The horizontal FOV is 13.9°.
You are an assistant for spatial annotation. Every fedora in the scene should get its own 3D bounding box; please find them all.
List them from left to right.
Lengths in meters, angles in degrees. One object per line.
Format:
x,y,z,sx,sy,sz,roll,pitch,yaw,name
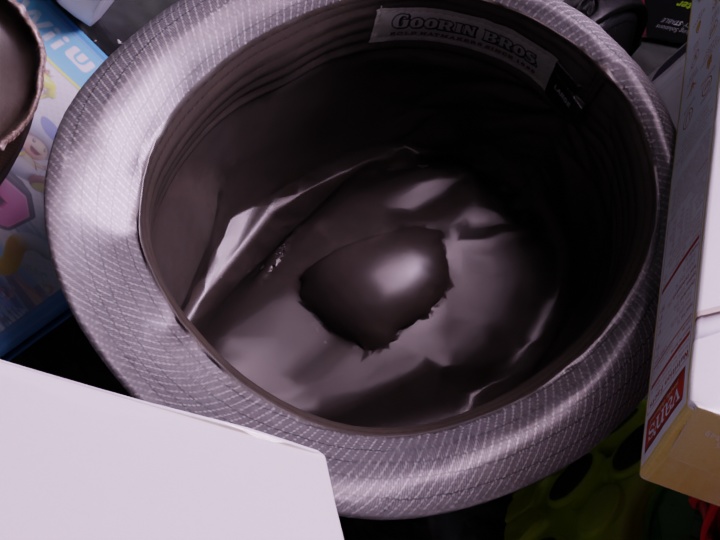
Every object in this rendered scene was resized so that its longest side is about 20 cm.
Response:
0.000,0.000,0.866,0.177,0.090,0.200,44,61,11,fedora

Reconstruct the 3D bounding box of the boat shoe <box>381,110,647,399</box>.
0.028,-0.035,0.969,0.199,0.068,0.074,38,25,3,boat shoe

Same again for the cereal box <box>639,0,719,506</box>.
0.158,-0.003,0.835,0.144,0.040,0.200,19,46,-9,cereal box

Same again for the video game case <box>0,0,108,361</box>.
-0.136,-0.037,0.864,0.143,0.018,0.200,44,33,4,video game case

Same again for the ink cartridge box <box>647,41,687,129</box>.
0.173,-0.035,1.004,0.145,0.200,0.084,47,35,-2,ink cartridge box

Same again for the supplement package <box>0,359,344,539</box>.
-0.068,0.136,0.647,0.120,0.121,0.200,18,41,-33,supplement package

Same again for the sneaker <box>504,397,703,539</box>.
0.087,0.104,0.904,0.084,0.074,0.200,55,30,-19,sneaker

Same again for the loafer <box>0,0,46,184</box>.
-0.138,-0.040,0.783,0.073,0.071,0.200,44,34,3,loafer

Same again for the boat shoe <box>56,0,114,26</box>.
-0.087,-0.150,0.994,0.066,0.072,0.200,30,33,-12,boat shoe

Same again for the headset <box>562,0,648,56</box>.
0.055,-0.111,1.075,0.123,0.094,0.200,35,23,-10,headset

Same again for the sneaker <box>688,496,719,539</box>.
0.107,0.078,0.828,0.116,0.078,0.200,55,18,5,sneaker

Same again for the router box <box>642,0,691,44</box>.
0.151,-0.165,1.263,0.200,0.062,0.150,7,48,-42,router box
